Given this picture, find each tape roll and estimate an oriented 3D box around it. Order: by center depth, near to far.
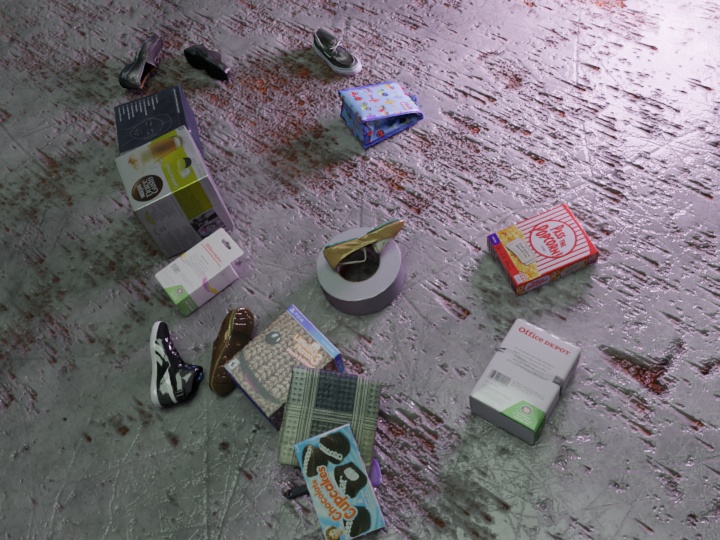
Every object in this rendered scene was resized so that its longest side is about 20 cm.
[{"bbox_3d":[0.000,0.000,1.685,0.199,0.066,0.201,-6,56,8],"label":"tape roll"}]

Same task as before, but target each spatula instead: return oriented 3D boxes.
[{"bbox_3d":[-0.056,0.420,1.449,0.199,0.021,0.057,-15,58,3],"label":"spatula"}]

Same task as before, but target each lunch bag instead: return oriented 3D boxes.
[{"bbox_3d":[0.062,-0.436,1.951,0.199,0.094,0.151,-23,52,-14],"label":"lunch bag"}]

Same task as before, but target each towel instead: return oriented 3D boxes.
[{"bbox_3d":[-0.061,0.301,1.451,0.191,0.035,0.201,9,78,2],"label":"towel"}]

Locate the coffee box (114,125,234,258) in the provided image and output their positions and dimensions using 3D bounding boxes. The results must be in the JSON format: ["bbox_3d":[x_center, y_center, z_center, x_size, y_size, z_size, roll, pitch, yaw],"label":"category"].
[{"bbox_3d":[-0.464,-0.194,1.828,0.197,0.200,0.200,-27,55,-6],"label":"coffee box"}]

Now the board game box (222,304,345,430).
[{"bbox_3d":[-0.160,0.206,1.554,0.200,0.097,0.159,-42,67,-15],"label":"board game box"}]

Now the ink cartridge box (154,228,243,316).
[{"bbox_3d":[-0.378,0.002,1.763,0.200,0.067,0.117,-38,57,-12],"label":"ink cartridge box"}]

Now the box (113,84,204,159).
[{"bbox_3d":[-0.556,-0.379,2.015,0.196,0.124,0.201,-20,55,1],"label":"box"}]

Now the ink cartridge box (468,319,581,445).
[{"bbox_3d":[0.330,0.219,1.459,0.146,0.084,0.200,27,66,26],"label":"ink cartridge box"}]

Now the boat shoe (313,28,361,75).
[{"bbox_3d":[-0.077,-0.633,2.109,0.072,0.071,0.200,-41,59,-15],"label":"boat shoe"}]

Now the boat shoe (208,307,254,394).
[{"bbox_3d":[-0.296,0.181,1.637,0.067,0.072,0.201,-11,57,46],"label":"boat shoe"}]

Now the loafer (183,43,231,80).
[{"bbox_3d":[-0.447,-0.634,2.192,0.200,0.073,0.072,37,66,28],"label":"loafer"}]

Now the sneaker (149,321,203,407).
[{"bbox_3d":[-0.409,0.204,1.642,0.111,0.073,0.201,-9,64,2],"label":"sneaker"}]

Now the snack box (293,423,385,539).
[{"bbox_3d":[-0.041,0.408,1.394,0.116,0.037,0.201,-21,83,-1],"label":"snack box"}]

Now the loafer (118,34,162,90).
[{"bbox_3d":[-0.652,-0.630,2.229,0.072,0.073,0.201,22,73,14],"label":"loafer"}]

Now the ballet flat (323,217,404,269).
[{"bbox_3d":[0.015,-0.056,1.652,0.199,0.069,0.063,-21,83,1],"label":"ballet flat"}]

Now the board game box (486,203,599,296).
[{"bbox_3d":[0.406,-0.048,1.640,0.199,0.046,0.152,-23,56,-3],"label":"board game box"}]
